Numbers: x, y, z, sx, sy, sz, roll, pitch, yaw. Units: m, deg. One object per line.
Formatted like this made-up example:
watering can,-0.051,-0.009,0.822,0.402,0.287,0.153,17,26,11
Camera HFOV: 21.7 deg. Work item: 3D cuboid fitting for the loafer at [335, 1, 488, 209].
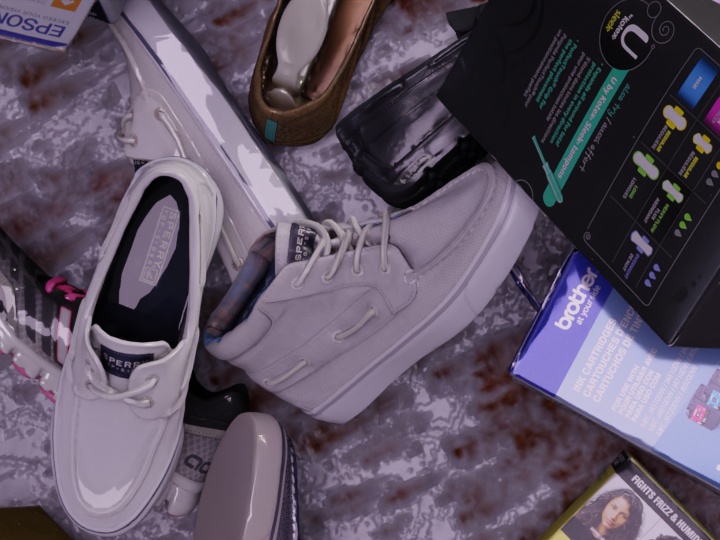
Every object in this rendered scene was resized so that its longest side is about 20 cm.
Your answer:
loafer,0.073,-0.118,1.002,0.200,0.068,0.070,-41,70,0

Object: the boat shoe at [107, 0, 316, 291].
boat shoe,-0.099,-0.075,1.026,0.070,0.071,0.200,-34,90,5

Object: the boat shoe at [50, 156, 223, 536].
boat shoe,-0.119,0.040,0.953,0.073,0.065,0.201,10,93,2

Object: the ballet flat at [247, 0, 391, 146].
ballet flat,-0.013,-0.163,1.013,0.068,0.072,0.200,23,91,6

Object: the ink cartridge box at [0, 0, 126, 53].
ink cartridge box,-0.207,-0.196,1.004,0.199,0.041,0.200,15,55,9

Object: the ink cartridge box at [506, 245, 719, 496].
ink cartridge box,0.151,0.055,0.952,0.200,0.136,0.076,27,88,7

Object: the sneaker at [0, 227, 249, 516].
sneaker,-0.137,0.036,1.024,0.087,0.074,0.200,-44,89,4

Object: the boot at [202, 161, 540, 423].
boot,0.000,0.000,0.959,0.095,0.074,0.200,27,125,-23

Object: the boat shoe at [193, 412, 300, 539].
boat shoe,-0.039,0.176,1.000,0.093,0.075,0.201,7,96,-24

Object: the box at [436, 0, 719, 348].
box,0.164,-0.069,0.895,0.200,0.148,0.124,50,124,37

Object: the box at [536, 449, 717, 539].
box,0.097,0.191,0.998,0.200,0.050,0.075,-45,85,4

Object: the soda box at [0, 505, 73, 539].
soda box,-0.146,0.204,0.972,0.200,0.068,0.064,38,110,34
